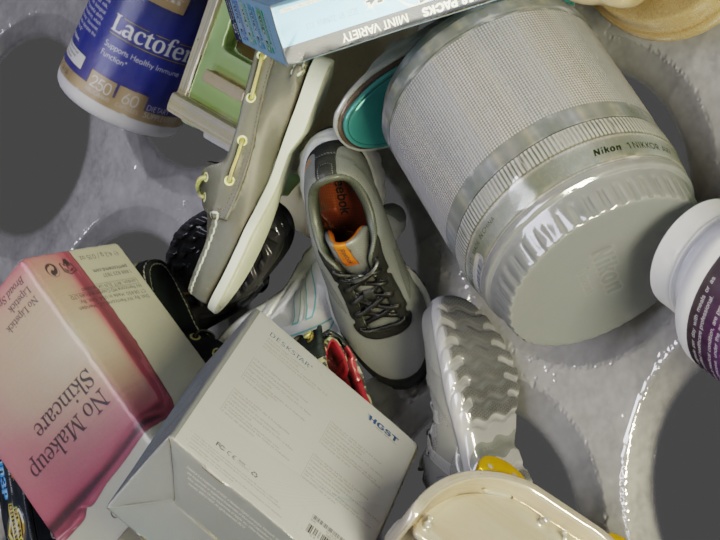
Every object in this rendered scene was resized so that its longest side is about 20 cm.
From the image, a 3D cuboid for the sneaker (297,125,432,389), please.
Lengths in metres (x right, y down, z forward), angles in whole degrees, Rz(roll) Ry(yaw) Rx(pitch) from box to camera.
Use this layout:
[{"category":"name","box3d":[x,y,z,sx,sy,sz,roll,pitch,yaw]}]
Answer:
[{"category":"sneaker","box3d":[0.000,0.000,1.511,0.074,0.079,0.201,-16,110,12]}]

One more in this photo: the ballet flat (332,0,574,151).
[{"category":"ballet flat","box3d":[0.061,-0.155,1.494,0.200,0.069,0.069,-35,53,-3]}]

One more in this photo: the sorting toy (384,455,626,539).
[{"category":"sorting toy","box3d":[0.082,0.235,1.396,0.180,0.200,0.107,-52,7,34]}]

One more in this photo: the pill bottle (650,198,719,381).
[{"category":"pill bottle","box3d":[0.267,0.036,1.257,0.200,0.112,0.113,40,112,41]}]

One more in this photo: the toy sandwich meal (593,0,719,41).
[{"category":"toy sandwich meal","box3d":[0.217,-0.251,1.392,0.205,0.070,0.206,8,100,47]}]

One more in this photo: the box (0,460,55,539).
[{"category":"box","box3d":[-0.190,0.149,1.645,0.046,0.199,0.159,-38,57,46]}]

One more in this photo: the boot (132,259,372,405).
[{"category":"boot","box3d":[-0.084,0.064,1.561,0.153,0.073,0.204,-27,77,26]}]

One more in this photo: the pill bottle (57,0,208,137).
[{"category":"pill bottle","box3d":[-0.163,-0.221,1.738,0.116,0.115,0.200,43,114,41]}]

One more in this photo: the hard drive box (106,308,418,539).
[{"category":"hard drive box","box3d":[-0.059,0.137,1.408,0.156,0.200,0.077,41,117,-4]}]

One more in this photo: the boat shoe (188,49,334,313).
[{"category":"boat shoe","box3d":[-0.083,-0.069,1.520,0.060,0.072,0.202,23,93,3]}]

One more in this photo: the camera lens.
[{"category":"camera lens","box3d":[0.117,-0.071,1.393,0.160,0.160,0.200,-49,52,29]}]

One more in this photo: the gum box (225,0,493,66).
[{"category":"gum box","box3d":[0.005,-0.193,1.434,0.200,0.169,0.045,-139,31,-74]}]

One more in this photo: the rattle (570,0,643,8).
[{"category":"rattle","box3d":[0.099,-0.247,1.373,0.200,0.143,0.130,42,142,29]}]

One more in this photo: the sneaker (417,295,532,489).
[{"category":"sneaker","box3d":[0.066,0.116,1.477,0.082,0.075,0.201,-23,68,39]}]

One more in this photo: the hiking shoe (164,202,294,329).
[{"category":"hiking shoe","box3d":[-0.106,-0.009,1.648,0.076,0.101,0.200,53,133,1]}]

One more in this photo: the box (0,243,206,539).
[{"category":"box","box3d":[-0.188,0.099,1.517,0.128,0.109,0.200,-47,71,28]}]

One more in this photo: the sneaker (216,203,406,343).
[{"category":"sneaker","box3d":[-0.024,0.028,1.601,0.080,0.070,0.200,50,117,12]}]

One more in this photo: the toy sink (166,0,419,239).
[{"category":"toy sink","box3d":[-0.062,-0.137,1.623,0.130,0.112,0.201,32,107,44]}]
